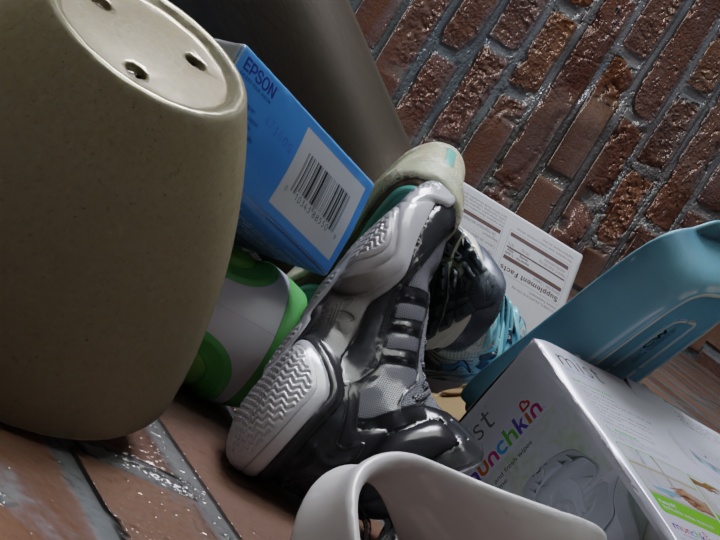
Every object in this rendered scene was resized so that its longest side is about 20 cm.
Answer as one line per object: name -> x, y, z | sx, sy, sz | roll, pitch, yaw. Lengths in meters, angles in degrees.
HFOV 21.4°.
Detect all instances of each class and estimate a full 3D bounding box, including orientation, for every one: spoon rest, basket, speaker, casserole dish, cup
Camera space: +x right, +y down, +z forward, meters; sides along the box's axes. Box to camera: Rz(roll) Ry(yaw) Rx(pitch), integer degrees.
spoon rest -> 0.042, 0.125, 0.901 | 0.199, 0.099, 0.061 | 21, 57, -50
basket -> -0.046, -0.094, 1.215 | 0.136, 0.180, 0.201 | -27, 87, -41
speaker -> -0.130, -0.003, 1.014 | 0.199, 0.089, 0.088 | 30, 7, -19
casserole dish -> 0.149, 0.043, 1.134 | 0.121, 0.200, 0.039 | 8, 47, -58
cup -> -0.129, -0.047, 0.838 | 0.199, 0.143, 0.201 | 31, 26, -17

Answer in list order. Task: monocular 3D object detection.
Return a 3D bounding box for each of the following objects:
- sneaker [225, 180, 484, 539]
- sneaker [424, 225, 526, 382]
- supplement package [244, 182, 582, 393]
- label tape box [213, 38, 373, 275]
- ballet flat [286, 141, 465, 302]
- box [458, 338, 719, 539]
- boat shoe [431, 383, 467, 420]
sneaker -> 0.020, 0.052, 0.991 | 0.114, 0.201, 0.075 | 39, -32, -7
sneaker -> 0.067, 0.026, 1.144 | 0.086, 0.078, 0.200 | 19, -11, -7
supplement package -> 0.027, 0.000, 1.384 | 0.199, 0.112, 0.155 | 30, -20, -24
label tape box -> -0.110, -0.078, 1.026 | 0.199, 0.066, 0.143 | 20, -15, 38
ballet flat -> 0.000, 0.000, 1.121 | 0.067, 0.200, 0.063 | 38, 35, -12
box -> 0.167, 0.151, 1.063 | 0.199, 0.097, 0.177 | 27, 21, -40
boat shoe -> 0.082, 0.103, 1.313 | 0.071, 0.065, 0.200 | 37, 8, 38
